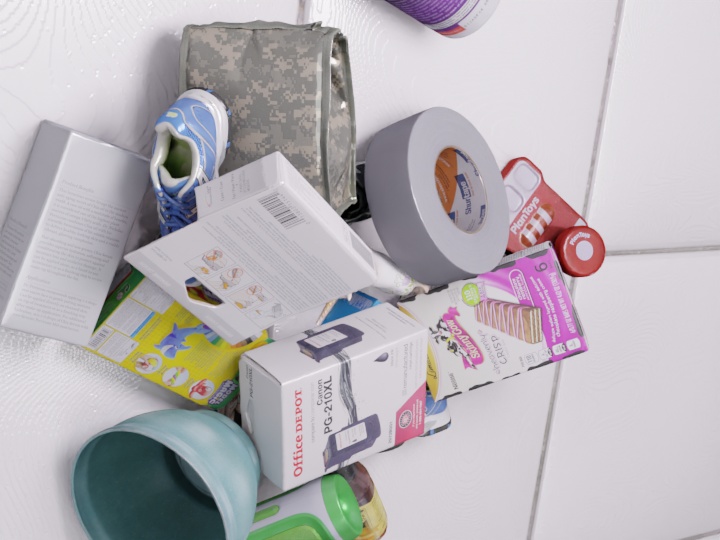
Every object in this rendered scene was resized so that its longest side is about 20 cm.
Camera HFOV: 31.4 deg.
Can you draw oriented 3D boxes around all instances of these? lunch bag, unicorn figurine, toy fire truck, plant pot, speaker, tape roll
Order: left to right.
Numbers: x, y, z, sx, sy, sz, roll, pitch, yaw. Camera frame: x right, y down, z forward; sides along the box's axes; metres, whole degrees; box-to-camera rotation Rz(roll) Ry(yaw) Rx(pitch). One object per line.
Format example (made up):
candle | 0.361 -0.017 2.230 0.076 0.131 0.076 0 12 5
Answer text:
plant pot | -0.190 0.230 1.380 0.134 0.200 0.200 -37 129 -54
lunch bag | -0.093 -0.158 1.306 0.118 0.164 0.200 -52 144 -64
speaker | -0.102 0.303 1.466 0.200 0.088 0.088 -24 126 12
unicorn figurine | 0.000 0.000 1.460 0.200 0.137 0.074 -3 108 -36
tape roll | 0.091 -0.085 1.486 0.200 0.066 0.200 25 57 -46
toy fire truck | 0.199 -0.023 1.639 0.168 0.112 0.200 41 78 -14

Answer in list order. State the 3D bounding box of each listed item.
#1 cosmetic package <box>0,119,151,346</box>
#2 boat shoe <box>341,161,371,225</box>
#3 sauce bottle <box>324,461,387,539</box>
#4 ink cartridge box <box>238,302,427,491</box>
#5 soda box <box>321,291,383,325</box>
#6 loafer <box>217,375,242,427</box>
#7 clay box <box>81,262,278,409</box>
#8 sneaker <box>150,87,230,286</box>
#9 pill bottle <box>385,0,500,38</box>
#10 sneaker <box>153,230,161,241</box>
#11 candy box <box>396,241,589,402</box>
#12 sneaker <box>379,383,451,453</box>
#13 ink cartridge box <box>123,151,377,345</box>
cosmetic package | -0.292 -0.036 1.269 0.101 0.071 0.200 20 93 -40
boat shoe | -0.017 -0.082 1.469 0.200 0.060 0.076 -11 112 -34
sauce bottle | -0.014 0.269 1.554 0.066 0.066 0.200 -44 145 -17
ink cartridge box | -0.028 0.139 1.431 0.200 0.084 0.145 -18 123 -32
soda box | -0.033 0.123 1.527 0.068 0.064 0.200 41 80 -39
loafer | -0.131 0.170 1.468 0.072 0.063 0.200 9 100 -39
clay box | -0.191 0.068 1.376 0.115 0.048 0.200 -45 132 13
sneaker | -0.175 -0.075 1.251 0.077 0.076 0.200 -42 138 -57
pill bottle | 0.056 -0.343 1.401 0.200 0.111 0.111 22 91 -40
sneaker | -0.121 -0.019 1.368 0.200 0.079 0.075 -4 142 -16
candy box | 0.161 0.062 1.561 0.200 0.061 0.136 -20 96 11
sneaker | 0.033 0.176 1.593 0.200 0.076 0.077 -15 106 -47
ink cartridge box | -0.105 -0.016 1.256 0.176 0.045 0.200 -23 143 16
